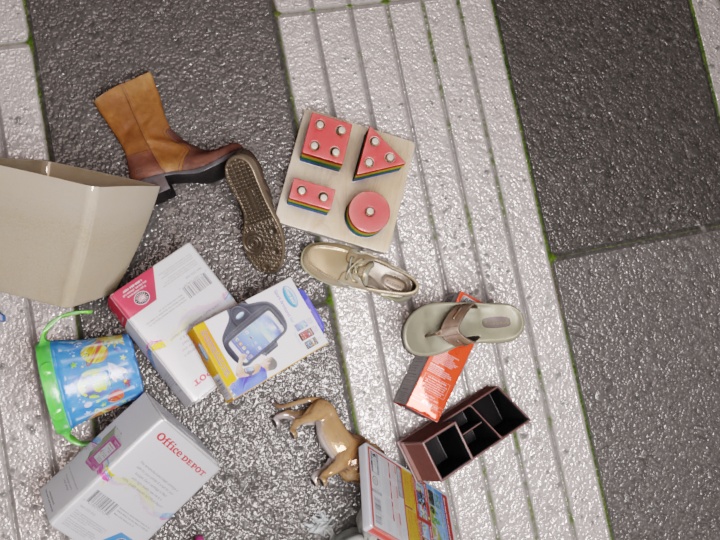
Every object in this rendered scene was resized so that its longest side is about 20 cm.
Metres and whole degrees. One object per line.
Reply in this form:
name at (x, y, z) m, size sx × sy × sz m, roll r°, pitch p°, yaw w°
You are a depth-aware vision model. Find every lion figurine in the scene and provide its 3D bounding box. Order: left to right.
lion figurine at (-0.045, 0.261, 1.102) m, size 0.122 × 0.072 × 0.201 m, roll -29°, pitch 83°, yaw -30°

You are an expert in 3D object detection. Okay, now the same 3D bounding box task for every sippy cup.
sippy cup at (-0.394, 0.156, 1.032) m, size 0.130 × 0.140 × 0.179 m, roll -15°, pitch 128°, yaw -21°

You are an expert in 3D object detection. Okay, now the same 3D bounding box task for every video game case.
video game case at (0.073, 0.361, 1.051) m, size 0.017 × 0.143 × 0.200 m, roll -38°, pitch 120°, yaw 23°

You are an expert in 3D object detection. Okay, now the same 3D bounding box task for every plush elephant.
plush elephant at (0.007, 0.438, 1.046) m, size 0.200 × 0.155 × 0.165 m, roll 36°, pitch 79°, yaw -4°

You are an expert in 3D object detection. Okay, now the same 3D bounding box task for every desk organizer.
desk organizer at (0.167, 0.255, 1.109) m, size 0.199 × 0.077 × 0.072 m, roll -25°, pitch 88°, yaw -28°

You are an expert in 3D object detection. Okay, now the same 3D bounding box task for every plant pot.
plant pot at (-0.432, -0.055, 1.004) m, size 0.199 × 0.200 × 0.178 m, roll 13°, pitch 98°, yaw 7°

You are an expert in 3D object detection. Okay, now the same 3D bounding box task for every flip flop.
flip flop at (0.158, 0.085, 1.062) m, size 0.199 × 0.058 × 0.082 m, roll -3°, pitch 83°, yaw -10°

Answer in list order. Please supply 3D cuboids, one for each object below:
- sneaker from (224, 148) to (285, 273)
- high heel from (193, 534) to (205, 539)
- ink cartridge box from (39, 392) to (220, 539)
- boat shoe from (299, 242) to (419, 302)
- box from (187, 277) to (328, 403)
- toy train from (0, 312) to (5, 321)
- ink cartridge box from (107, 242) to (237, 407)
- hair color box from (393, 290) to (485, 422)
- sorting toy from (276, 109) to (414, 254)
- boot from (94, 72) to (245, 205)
sneaker at (-0.158, -0.097, 1.123) m, size 0.070 × 0.076 × 0.201 m, roll -8°, pitch 112°, yaw 11°
high heel at (-0.268, 0.497, 1.039) m, size 0.095 × 0.067 × 0.201 m, roll 0°, pitch 96°, yaw -20°
ink cartridge box at (-0.328, 0.300, 1.012) m, size 0.200 × 0.085 × 0.145 m, roll -43°, pitch 128°, yaw -11°
boat shoe at (0.000, 0.000, 1.144) m, size 0.199 × 0.065 × 0.073 m, roll 20°, pitch 80°, yaw -7°
box at (-0.141, 0.095, 1.046) m, size 0.200 × 0.041 × 0.119 m, roll -29°, pitch 86°, yaw -31°
toy train at (-0.556, 0.011, 1.066) m, size 0.046 × 0.034 × 0.201 m, roll 7°, pitch 81°, yaw -21°
ink cartridge box at (-0.262, 0.084, 1.065) m, size 0.147 × 0.086 × 0.200 m, roll -37°, pitch 91°, yaw -28°
hair color box at (0.131, 0.138, 1.132) m, size 0.061 × 0.102 × 0.201 m, roll 27°, pitch 80°, yaw -4°
sorting toy at (-0.020, -0.152, 1.157) m, size 0.198 × 0.070 × 0.201 m, roll 16°, pitch 81°, yaw -8°
boot at (-0.304, -0.226, 1.134) m, size 0.188 × 0.068 × 0.201 m, roll -26°, pitch 81°, yaw -4°
